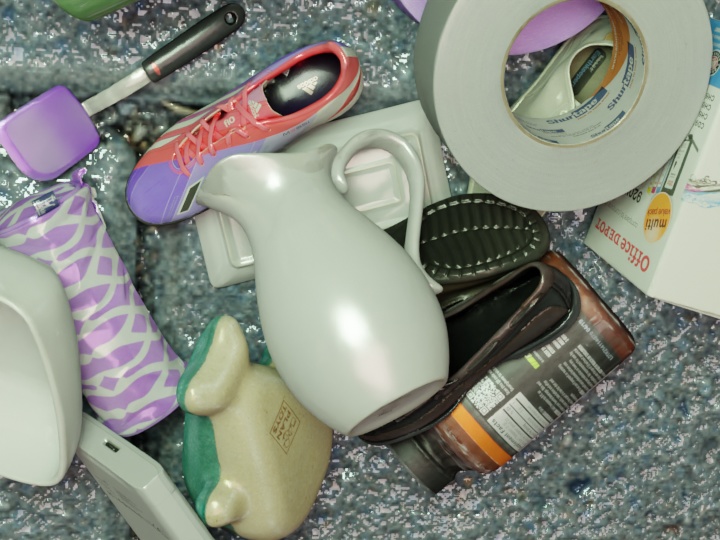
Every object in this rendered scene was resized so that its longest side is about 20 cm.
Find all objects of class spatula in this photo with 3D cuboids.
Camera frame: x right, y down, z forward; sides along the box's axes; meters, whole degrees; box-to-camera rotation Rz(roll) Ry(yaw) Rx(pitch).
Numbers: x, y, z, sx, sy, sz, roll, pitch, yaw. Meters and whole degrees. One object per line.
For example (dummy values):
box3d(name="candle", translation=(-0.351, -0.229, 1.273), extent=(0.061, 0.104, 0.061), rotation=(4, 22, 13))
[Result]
box3d(name="spatula", translation=(-0.168, -0.135, 0.994), extent=(0.199, 0.021, 0.057), rotation=(-32, 109, 0))

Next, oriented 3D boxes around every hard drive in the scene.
box3d(name="hard drive", translation=(-0.141, 0.201, 1.032), extent=(0.027, 0.132, 0.201), rotation=(-42, 126, -22))

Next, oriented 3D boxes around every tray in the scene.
box3d(name="tray", translation=(-0.029, -0.057, 1.046), extent=(0.199, 0.022, 0.108), rotation=(-14, 109, -6))

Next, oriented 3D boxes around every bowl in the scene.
box3d(name="bowl", translation=(-0.281, 0.047, 0.959), extent=(0.198, 0.075, 0.201), rotation=(17, 134, 13))

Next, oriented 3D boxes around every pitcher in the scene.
box3d(name="pitcher", translation=(0.000, 0.000, 0.966), extent=(0.171, 0.121, 0.201), rotation=(-22, 74, -23))

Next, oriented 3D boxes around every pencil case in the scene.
box3d(name="pencil case", translation=(-0.196, 0.025, 1.014), extent=(0.085, 0.084, 0.201), rotation=(-35, 114, -25))

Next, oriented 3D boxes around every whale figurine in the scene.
box3d(name="whale figurine", translation=(-0.096, 0.115, 1.020), extent=(0.103, 0.160, 0.200), rotation=(7, 148, 26))

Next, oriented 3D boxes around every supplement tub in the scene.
box3d(name="supplement tub", translation=(0.109, 0.084, 1.073), extent=(0.200, 0.107, 0.107), rotation=(-41, 110, 5))

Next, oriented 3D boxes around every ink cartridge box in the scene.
box3d(name="ink cartridge box", translation=(0.285, -0.074, 1.030), extent=(0.144, 0.147, 0.201), rotation=(14, 104, -14))

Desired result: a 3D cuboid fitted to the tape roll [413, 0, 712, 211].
box3d(name="tape roll", translation=(0.140, -0.146, 0.956), extent=(0.199, 0.066, 0.202), rotation=(-5, 114, -11))

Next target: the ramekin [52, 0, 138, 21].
box3d(name="ramekin", translation=(-0.178, -0.257, 0.864), extent=(0.097, 0.200, 0.201), rotation=(-26, 111, 7))

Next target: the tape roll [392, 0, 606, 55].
box3d(name="tape roll", translation=(0.101, -0.259, 0.980), extent=(0.199, 0.066, 0.202), rotation=(-3, 109, -9))

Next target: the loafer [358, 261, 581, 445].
box3d(name="loafer", translation=(0.066, 0.055, 1.006), extent=(0.199, 0.072, 0.063), rotation=(-34, 148, 10))

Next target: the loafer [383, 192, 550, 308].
box3d(name="loafer", translation=(0.049, -0.002, 1.052), extent=(0.199, 0.073, 0.071), rotation=(-14, 150, 10))

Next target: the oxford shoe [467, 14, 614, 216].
box3d(name="oxford shoe", translation=(0.146, -0.103, 1.044), extent=(0.075, 0.058, 0.201), rotation=(29, 103, -22))

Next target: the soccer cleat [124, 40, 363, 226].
box3d(name="soccer cleat", translation=(-0.087, -0.103, 0.983), extent=(0.199, 0.073, 0.068), rotation=(-32, 85, -1))
